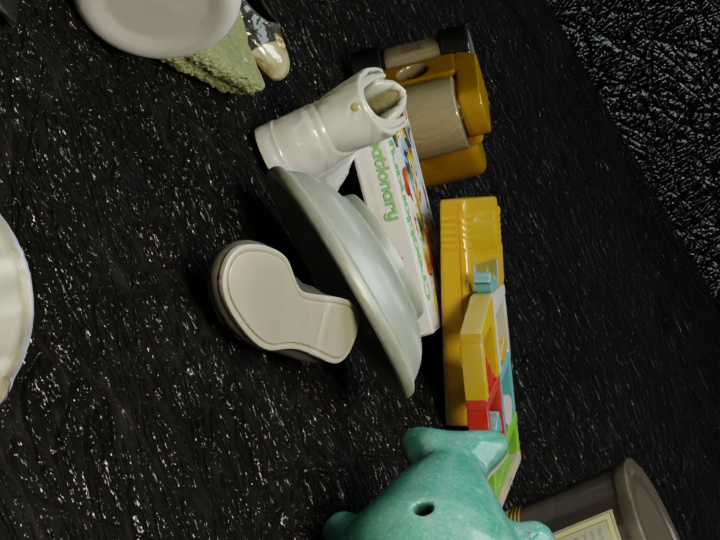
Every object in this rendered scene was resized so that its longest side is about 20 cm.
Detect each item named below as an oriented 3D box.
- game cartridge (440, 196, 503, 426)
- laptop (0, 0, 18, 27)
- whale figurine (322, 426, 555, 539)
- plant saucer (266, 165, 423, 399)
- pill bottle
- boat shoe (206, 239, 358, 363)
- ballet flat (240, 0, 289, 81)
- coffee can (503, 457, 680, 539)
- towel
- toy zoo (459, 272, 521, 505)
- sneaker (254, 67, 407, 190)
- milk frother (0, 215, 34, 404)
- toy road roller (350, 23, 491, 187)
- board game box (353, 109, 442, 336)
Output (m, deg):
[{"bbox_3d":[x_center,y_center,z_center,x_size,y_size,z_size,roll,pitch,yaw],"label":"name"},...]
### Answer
[{"bbox_3d":[0.104,0.033,2.170,0.176,0.032,0.200,-13,103,-76],"label":"game cartridge"},{"bbox_3d":[-0.218,-0.286,1.475,0.177,0.103,0.200,56,17,-35],"label":"laptop"},{"bbox_3d":[0.051,0.167,1.610,0.200,0.159,0.104,-74,162,-46],"label":"whale figurine"},{"bbox_3d":[0.000,0.000,1.795,0.200,0.050,0.200,58,-6,11],"label":"plant saucer"},{"bbox_3d":[-0.131,-0.251,1.658,0.116,0.116,0.200,54,28,-40],"label":"pill bottle"},{"bbox_3d":[-0.067,0.024,1.657,0.200,0.057,0.067,31,72,-61],"label":"boat shoe"},{"bbox_3d":[-0.100,-0.250,1.965,0.066,0.057,0.200,13,54,-78],"label":"ballet flat"},{"bbox_3d":[0.127,0.237,1.692,0.146,0.200,0.146,60,14,-26],"label":"coffee can"},{"bbox_3d":[-0.134,-0.208,1.810,0.149,0.036,0.200,69,13,10],"label":"towel"},{"bbox_3d":[0.113,0.097,2.093,0.131,0.020,0.200,-57,142,-67],"label":"toy zoo"},{"bbox_3d":[-0.007,-0.112,1.964,0.074,0.115,0.200,64,10,2],"label":"sneaker"},{"bbox_3d":[-0.192,-0.025,0.928,0.181,0.200,0.188,62,13,1],"label":"milk frother"},{"bbox_3d":[0.067,-0.134,2.287,0.200,0.123,0.146,-89,163,-62],"label":"toy road roller"},{"bbox_3d":[0.036,-0.046,2.116,0.126,0.035,0.200,-35,111,-76],"label":"board game box"}]
